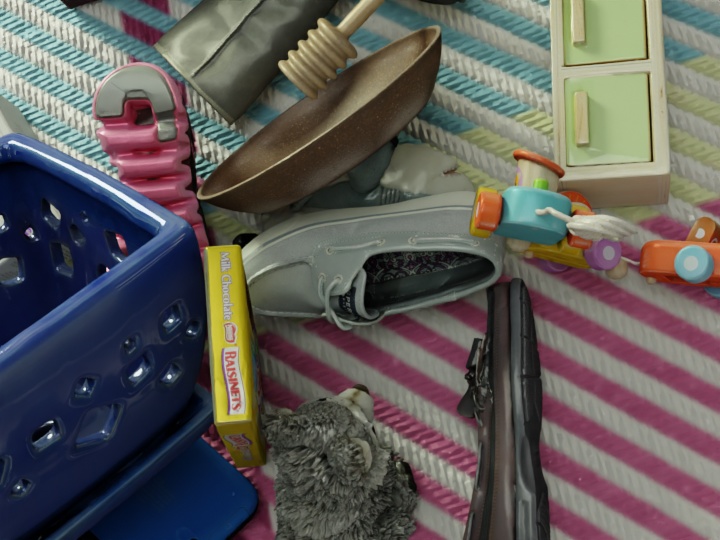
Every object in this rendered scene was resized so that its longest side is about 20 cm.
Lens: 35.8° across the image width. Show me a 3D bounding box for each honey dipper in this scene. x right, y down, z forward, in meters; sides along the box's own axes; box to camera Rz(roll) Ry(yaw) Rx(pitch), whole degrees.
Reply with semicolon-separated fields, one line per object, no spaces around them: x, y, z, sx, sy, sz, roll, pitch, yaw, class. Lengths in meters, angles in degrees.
0.025;-0.201;0.770;0.200;0.038;0.038;-44;69;10;honey dipper

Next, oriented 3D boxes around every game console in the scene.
-0.198;0.180;0.800;0.200;0.119;0.171;37;56;20;game console

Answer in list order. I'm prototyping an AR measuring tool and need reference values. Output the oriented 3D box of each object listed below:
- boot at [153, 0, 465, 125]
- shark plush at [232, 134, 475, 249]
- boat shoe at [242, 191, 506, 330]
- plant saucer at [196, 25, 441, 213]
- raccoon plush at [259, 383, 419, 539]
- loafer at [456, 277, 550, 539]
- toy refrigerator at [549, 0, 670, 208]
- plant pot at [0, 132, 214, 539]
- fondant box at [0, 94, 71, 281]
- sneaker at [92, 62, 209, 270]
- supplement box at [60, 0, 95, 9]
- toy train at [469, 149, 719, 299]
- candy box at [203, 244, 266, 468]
-0.038;-0.190;0.830;0.200;0.073;0.182;-46;57;-7;boot
-0.019;-0.030;0.788;0.199;0.091;0.084;-32;101;-1;shark plush
0.001;0.001;0.748;0.200;0.070;0.072;-13;35;13;boat shoe
-0.021;-0.095;0.759;0.200;0.200;0.037;-33;106;4;plant saucer
-0.022;0.172;0.694;0.096;0.134;0.201;1;75;13;raccoon plush
0.086;0.105;0.722;0.063;0.072;0.201;-6;77;17;loafer
0.170;-0.149;0.766;0.075;0.070;0.201;-2;75;13;toy refrigerator
-0.213;0.057;0.685;0.200;0.180;0.200;27;51;35;plant pot
-0.328;-0.029;0.868;0.200;0.058;0.145;-35;70;2;fondant box
-0.146;-0.051;0.821;0.079;0.095;0.201;-1;99;0;sneaker
-0.169;-0.292;0.869;0.199;0.110;0.086;-15;72;10;supplement box
0.157;-0.030;0.688;0.150;0.200;0.056;5;81;40;toy train
-0.077;0.062;0.706;0.026;0.200;0.103;-3;74;-3;candy box
